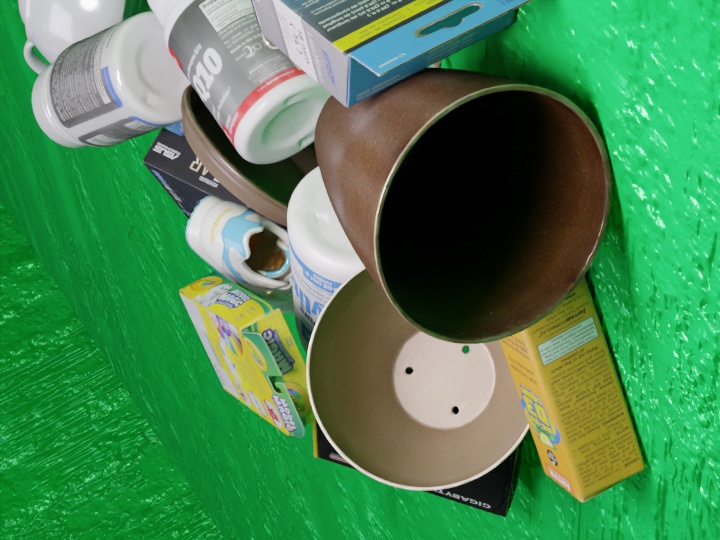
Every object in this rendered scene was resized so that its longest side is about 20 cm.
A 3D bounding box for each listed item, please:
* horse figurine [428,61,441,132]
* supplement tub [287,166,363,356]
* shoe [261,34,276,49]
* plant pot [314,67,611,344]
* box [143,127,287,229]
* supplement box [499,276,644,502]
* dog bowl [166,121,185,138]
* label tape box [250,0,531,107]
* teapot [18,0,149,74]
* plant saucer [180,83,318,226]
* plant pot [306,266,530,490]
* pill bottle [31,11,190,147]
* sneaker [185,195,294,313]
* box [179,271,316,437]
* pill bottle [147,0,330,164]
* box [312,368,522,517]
[{"bbox_3d":[0.051,-0.119,1.513,0.200,0.050,0.133,40,147,58],"label":"horse figurine"},{"bbox_3d":[0.000,0.000,1.719,0.132,0.132,0.200,53,161,29],"label":"supplement tub"},{"bbox_3d":[-0.040,-0.225,1.611,0.070,0.053,0.200,63,164,-4],"label":"shoe"},{"bbox_3d":[0.050,-0.071,1.348,0.200,0.186,0.188,39,153,56],"label":"plant pot"},{"bbox_3d":[-0.125,-0.063,1.951,0.160,0.044,0.200,27,168,19],"label":"box"},{"bbox_3d":[0.160,0.081,1.472,0.067,0.069,0.201,35,151,62],"label":"supplement box"},{"bbox_3d":[-0.173,-0.205,1.971,0.200,0.111,0.050,52,147,33],"label":"dog bowl"},{"bbox_3d":[0.027,-0.181,1.310,0.200,0.144,0.063,45,157,47],"label":"label tape box"},{"bbox_3d":[-0.315,-0.300,2.051,0.197,0.145,0.201,-63,-18,-83],"label":"teapot"},{"bbox_3d":[-0.096,-0.107,1.803,0.200,0.029,0.200,35,-159,-16],"label":"plant saucer"},{"bbox_3d":[0.063,0.089,1.604,0.201,0.200,0.134,59,-176,11],"label":"plant pot"},{"bbox_3d":[-0.249,-0.188,1.897,0.200,0.114,0.114,-11,108,53],"label":"pill bottle"},{"bbox_3d":[-0.085,-0.003,1.805,0.081,0.077,0.200,23,174,38],"label":"sneaker"},{"bbox_3d":[-0.097,0.076,1.721,0.200,0.048,0.118,30,146,64],"label":"box"},{"bbox_3d":[-0.115,-0.209,1.761,0.200,0.114,0.114,55,162,24],"label":"pill bottle"},{"bbox_3d":[0.054,0.152,1.750,0.199,0.050,0.160,17,148,9],"label":"box"}]
